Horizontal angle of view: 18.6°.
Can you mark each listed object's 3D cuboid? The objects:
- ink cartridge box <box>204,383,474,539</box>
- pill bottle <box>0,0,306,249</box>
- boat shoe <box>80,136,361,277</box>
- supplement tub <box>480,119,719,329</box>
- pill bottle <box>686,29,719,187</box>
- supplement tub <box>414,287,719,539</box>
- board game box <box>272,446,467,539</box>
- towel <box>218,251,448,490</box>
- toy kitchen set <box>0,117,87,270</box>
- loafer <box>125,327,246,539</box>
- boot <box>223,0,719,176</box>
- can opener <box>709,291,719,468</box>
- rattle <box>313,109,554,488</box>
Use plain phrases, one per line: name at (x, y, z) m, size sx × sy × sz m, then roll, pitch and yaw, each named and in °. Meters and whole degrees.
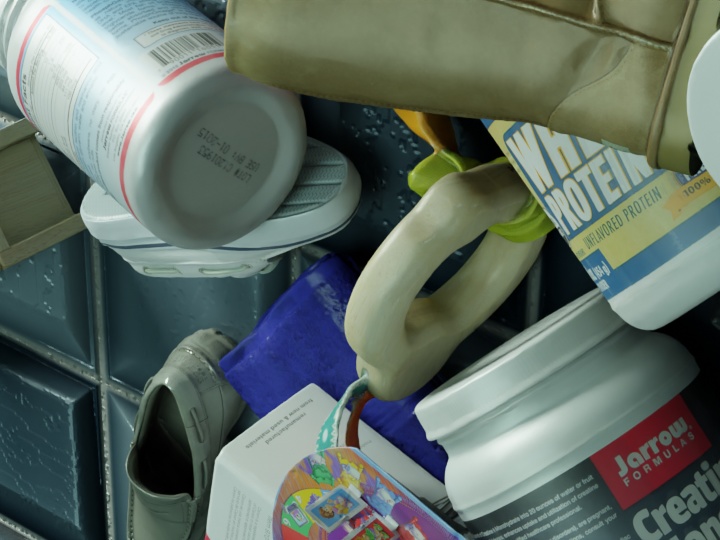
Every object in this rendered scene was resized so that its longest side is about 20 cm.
ink cartridge box at (0.011, 0.183, 1.212) m, size 0.200 × 0.083 × 0.145 m, roll 37°, pitch 140°, yaw 23°
pill bottle at (-0.124, -0.102, 1.202) m, size 0.200 × 0.109 × 0.109 m, roll 41°, pitch 137°, yaw 43°
boat shoe at (-0.069, -0.031, 1.253) m, size 0.200 × 0.074 × 0.067 m, roll 2°, pitch 142°, yaw 42°
supplement tub at (0.123, -0.091, 0.968) m, size 0.200 × 0.145 × 0.145 m, roll 55°, pitch 138°, yaw 4°
pill bottle at (0.212, -0.090, 0.844) m, size 0.112 × 0.200 × 0.113 m, roll 22°, pitch 127°, yaw 33°
supplement tub at (0.130, 0.120, 1.085) m, size 0.140 × 0.140 × 0.200 m, roll -33°, pitch 89°, yaw 48°
board game box at (0.018, 0.186, 1.101) m, size 0.200 × 0.039 × 0.158 m, roll 39°, pitch 140°, yaw 19°
towel at (0.015, 0.093, 1.251) m, size 0.200 × 0.050 × 0.148 m, roll 53°, pitch 144°, yaw 5°
toy kitchen set at (-0.315, -0.046, 1.380) m, size 0.200 × 0.180 × 0.164 m, roll -22°, pitch 96°, yaw 48°
loafer at (-0.120, 0.121, 1.373) m, size 0.070 × 0.070 × 0.200 m, roll 35°, pitch 133°, yaw 23°
boot at (0.057, -0.138, 0.874) m, size 0.199 × 0.066 × 0.176 m, roll 17°, pitch 95°, yaw 16°
can opener at (0.183, 0.056, 0.970) m, size 0.078 × 0.200 × 0.064 m, roll 17°, pitch 112°, yaw 9°
rattle at (0.000, 0.000, 1.136) m, size 0.143 × 0.130 × 0.200 m, roll 38°, pitch 124°, yaw 9°
